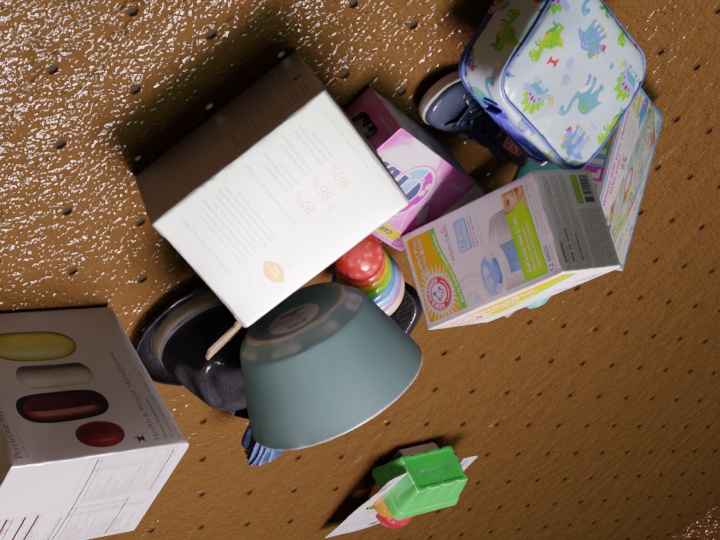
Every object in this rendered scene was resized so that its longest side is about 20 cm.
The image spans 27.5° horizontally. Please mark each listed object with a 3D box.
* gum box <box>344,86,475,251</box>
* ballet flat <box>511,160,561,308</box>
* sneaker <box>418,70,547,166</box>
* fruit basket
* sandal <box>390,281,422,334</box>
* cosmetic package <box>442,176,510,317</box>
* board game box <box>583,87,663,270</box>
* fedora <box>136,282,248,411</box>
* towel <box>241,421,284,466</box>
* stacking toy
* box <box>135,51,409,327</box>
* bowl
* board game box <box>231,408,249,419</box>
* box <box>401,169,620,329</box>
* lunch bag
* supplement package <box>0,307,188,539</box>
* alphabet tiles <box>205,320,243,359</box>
[{"bbox_3d":[0.025,-0.104,1.548,0.113,0.066,0.200,-42,150,11],"label":"gum box"},{"bbox_3d":[0.198,-0.047,1.679,0.067,0.201,0.070,7,156,6],"label":"ballet flat"},{"bbox_3d":[0.146,-0.156,1.580,0.200,0.085,0.075,4,133,-48],"label":"sneaker"},{"bbox_3d":[0.060,0.341,2.242,0.185,0.094,0.200,-7,156,-39],"label":"fruit basket"},{"bbox_3d":[0.018,0.095,1.764,0.201,0.075,0.048,-54,163,29],"label":"sandal"},{"bbox_3d":[0.157,-0.025,1.785,0.107,0.090,0.200,-41,147,10],"label":"cosmetic package"},{"bbox_3d":[0.300,-0.115,1.733,0.134,0.034,0.201,33,71,-59],"label":"board game box"},{"bbox_3d":[-0.148,0.094,1.634,0.200,0.092,0.201,-26,149,-17],"label":"fedora"},{"bbox_3d":[-0.080,0.167,1.731,0.112,0.049,0.200,-36,168,-23],"label":"towel"},{"bbox_3d":[0.000,0.000,1.608,0.085,0.086,0.200,-34,167,-2],"label":"stacking toy"},{"bbox_3d":[-0.084,-0.076,1.384,0.200,0.106,0.152,-36,123,4],"label":"box"},{"bbox_3d":[-0.045,0.085,1.530,0.200,0.201,0.105,-29,111,-9],"label":"bowl"},{"bbox_3d":[-0.061,0.112,1.810,0.200,0.035,0.135,-43,150,14],"label":"board game box"},{"bbox_3d":[0.156,-0.020,1.555,0.101,0.113,0.200,-5,165,-45],"label":"box"},{"bbox_3d":[0.194,-0.203,1.494,0.200,0.082,0.161,37,83,-46],"label":"lunch bag"},{"bbox_3d":[-0.317,0.155,1.453,0.199,0.191,0.147,-3,137,-44],"label":"supplement package"},{"bbox_3d":[-0.083,0.018,1.502,0.200,0.006,0.166,-43,179,-11],"label":"alphabet tiles"}]
